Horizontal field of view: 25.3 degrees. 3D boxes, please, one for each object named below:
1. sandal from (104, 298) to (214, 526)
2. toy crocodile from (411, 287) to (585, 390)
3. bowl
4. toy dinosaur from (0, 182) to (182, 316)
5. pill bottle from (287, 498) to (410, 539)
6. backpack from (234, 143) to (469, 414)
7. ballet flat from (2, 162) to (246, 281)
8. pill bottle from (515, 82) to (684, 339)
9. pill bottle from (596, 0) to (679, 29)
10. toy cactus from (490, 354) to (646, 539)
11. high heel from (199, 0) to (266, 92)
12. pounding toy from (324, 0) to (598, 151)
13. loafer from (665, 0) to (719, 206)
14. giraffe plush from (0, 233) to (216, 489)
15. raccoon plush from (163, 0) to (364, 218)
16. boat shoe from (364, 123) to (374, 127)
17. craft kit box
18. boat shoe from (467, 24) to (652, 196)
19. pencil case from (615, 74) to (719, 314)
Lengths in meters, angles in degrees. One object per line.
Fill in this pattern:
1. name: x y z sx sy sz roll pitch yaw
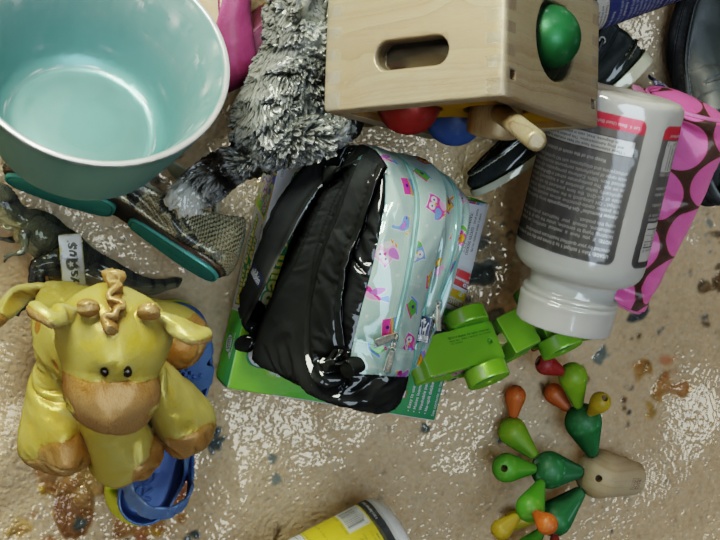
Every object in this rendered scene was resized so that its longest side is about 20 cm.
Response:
1. sandal: -0.159 0.124 1.319 0.079 0.087 0.201 4 99 -18
2. toy crocodile: 0.125 0.059 1.388 0.199 0.062 0.068 -18 74 -27
3. bowl: -0.205 -0.133 1.209 0.200 0.105 0.202 8 57 -13
4. toy dinosaur: -0.242 0.003 1.283 0.200 0.047 0.088 30 86 -28
5. pill bottle: -0.047 0.286 1.380 0.199 0.112 0.112 -26 109 -12
6. backpack: 0.000 0.000 1.279 0.126 0.167 0.201 14 94 -41
7. ballet flat: -0.182 -0.063 1.279 0.199 0.068 0.076 26 73 -11
8. pill bottle: 0.190 -0.050 1.317 0.110 0.111 0.201 8 103 -21
9. pill bottle: 0.230 -0.272 1.356 0.199 0.111 0.111 -21 108 -14
10. toy cactus: 0.196 0.181 1.463 0.164 0.102 0.201 10 89 -31
11. high heel: -0.128 -0.237 1.261 0.096 0.067 0.201 -35 124 -20
12. pounding toy: 0.089 -0.145 1.202 0.184 0.199 0.143 7 84 -56
13. loafer: 0.315 -0.157 1.433 0.068 0.070 0.202 -8 104 -21
14. giraffe plush: -0.182 0.064 1.187 0.172 0.162 0.201 -23 94 -18
15. raccoon plush: -0.079 -0.141 1.233 0.200 0.097 0.134 -40 124 -28
16. boat shoe: -0.007 -0.219 1.318 0.073 0.063 0.201 -20 112 -42
17. craft kit box: -0.007 0.016 1.373 0.197 0.049 0.201 11 98 -19
18. boat shoe: 0.159 -0.145 1.380 0.199 0.075 0.066 -39 102 -3
19. pencil case: 0.245 -0.063 1.403 0.093 0.091 0.201 10 113 -23
